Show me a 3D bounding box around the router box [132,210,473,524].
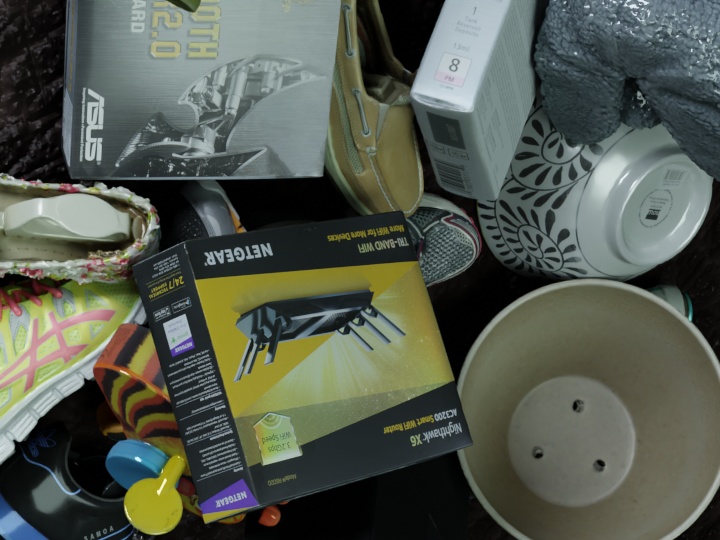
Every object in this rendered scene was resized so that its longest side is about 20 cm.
[{"bbox_3d":[-0.031,0.054,1.259,0.199,0.052,0.159,-10,81,-48],"label":"router box"}]

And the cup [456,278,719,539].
[{"bbox_3d":[0.164,0.118,1.532,0.200,0.200,0.143,-42,172,-8],"label":"cup"}]

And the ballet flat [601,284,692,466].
[{"bbox_3d":[0.212,0.103,1.640,0.069,0.069,0.202,-9,118,-32],"label":"ballet flat"}]

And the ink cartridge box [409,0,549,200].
[{"bbox_3d":[0.094,-0.164,1.342,0.163,0.057,0.202,63,43,-70],"label":"ink cartridge box"}]

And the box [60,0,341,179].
[{"bbox_3d":[-0.092,-0.153,1.216,0.157,0.048,0.202,0,116,-15],"label":"box"}]

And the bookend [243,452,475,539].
[{"bbox_3d":[0.006,0.171,1.418,0.091,0.200,0.201,-10,135,17],"label":"bookend"}]

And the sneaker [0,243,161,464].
[{"bbox_3d":[-0.205,0.034,1.269,0.200,0.078,0.090,-47,120,-13],"label":"sneaker"}]

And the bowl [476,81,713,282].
[{"bbox_3d":[0.190,-0.062,1.491,0.199,0.094,0.202,-19,128,-27],"label":"bowl"}]

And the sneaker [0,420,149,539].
[{"bbox_3d":[-0.168,0.175,1.385,0.078,0.070,0.200,-42,133,2],"label":"sneaker"}]

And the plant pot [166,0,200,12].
[{"bbox_3d":[-0.122,-0.260,1.043,0.200,0.200,0.185,30,91,-44],"label":"plant pot"}]

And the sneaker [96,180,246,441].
[{"bbox_3d":[-0.119,0.033,1.332,0.077,0.078,0.202,-3,119,-28],"label":"sneaker"}]

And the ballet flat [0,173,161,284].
[{"bbox_3d":[-0.207,-0.031,1.208,0.198,0.064,0.076,0,77,-24],"label":"ballet flat"}]

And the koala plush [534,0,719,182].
[{"bbox_3d":[0.217,-0.192,1.351,0.201,0.176,0.184,-62,153,-19],"label":"koala plush"}]

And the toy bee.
[{"bbox_3d":[-0.094,0.110,1.289,0.200,0.108,0.132,56,53,-67],"label":"toy bee"}]

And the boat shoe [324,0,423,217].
[{"bbox_3d":[0.008,-0.108,1.317,0.072,0.076,0.201,-64,141,-36],"label":"boat shoe"}]

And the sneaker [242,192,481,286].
[{"bbox_3d":[0.000,0.000,1.400,0.199,0.075,0.081,-11,122,-33],"label":"sneaker"}]
